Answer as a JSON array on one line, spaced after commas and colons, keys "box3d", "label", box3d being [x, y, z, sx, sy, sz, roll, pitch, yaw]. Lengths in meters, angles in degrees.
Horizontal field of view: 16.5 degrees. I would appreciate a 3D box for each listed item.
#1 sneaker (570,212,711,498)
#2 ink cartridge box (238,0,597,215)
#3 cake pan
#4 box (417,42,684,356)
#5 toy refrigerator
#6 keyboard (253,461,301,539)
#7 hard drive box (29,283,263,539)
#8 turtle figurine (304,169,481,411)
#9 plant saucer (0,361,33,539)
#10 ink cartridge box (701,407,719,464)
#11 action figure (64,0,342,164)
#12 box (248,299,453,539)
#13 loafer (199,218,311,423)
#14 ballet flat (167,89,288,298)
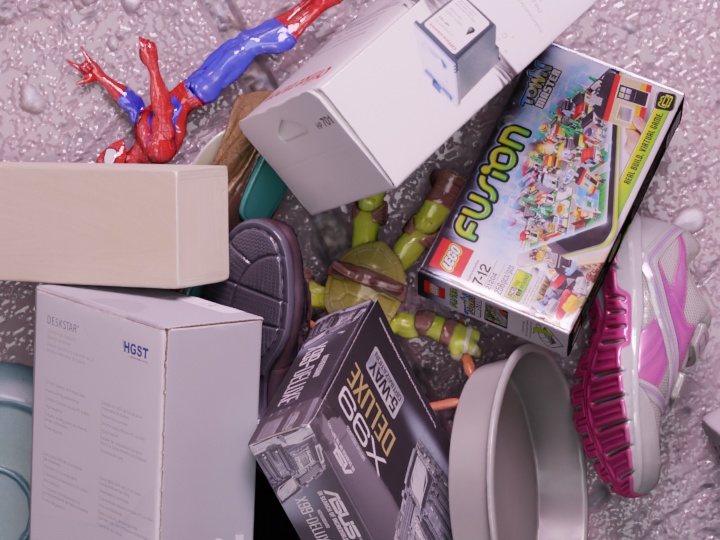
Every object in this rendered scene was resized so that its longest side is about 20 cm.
[{"box3d": [0.198, 0.053, 1.689, 0.088, 0.081, 0.202, 2, 89, -21], "label": "sneaker"}, {"box3d": [0.036, -0.136, 1.605, 0.200, 0.146, 0.086, -45, 102, -21], "label": "ink cartridge box"}, {"box3d": [0.105, 0.149, 1.652, 0.036, 0.200, 0.202, -5, 96, 22], "label": "cake pan"}, {"box3d": [0.127, -0.051, 1.646, 0.109, 0.035, 0.201, 22, 64, 12], "label": "box"}, {"box3d": [-0.184, -0.032, 1.626, 0.199, 0.070, 0.077, 2, 96, 29], "label": "toy refrigerator"}, {"box3d": [-0.108, 0.141, 1.651, 0.200, 0.040, 0.105, 39, 114, 28], "label": "keyboard"}, {"box3d": [-0.139, 0.117, 1.576, 0.076, 0.155, 0.202, -5, 103, -38], "label": "hard drive box"}, {"box3d": [0.000, 0.000, 1.676, 0.199, 0.064, 0.162, 17, 81, 21], "label": "turtle figurine"}, {"box3d": [-0.253, 0.163, 1.703, 0.198, 0.027, 0.202, 0, 96, -4], "label": "plant saucer"}, {"box3d": [0.335, 0.147, 1.654, 0.145, 0.200, 0.148, -25, 96, 0], "label": "ink cartridge box"}, {"box3d": [-0.117, -0.148, 1.666, 0.200, 0.065, 0.099, -45, 105, 0], "label": "action figure"}, {"box3d": [0.013, 0.144, 1.600, 0.049, 0.158, 0.201, -18, 111, 25], "label": "box"}, {"box3d": [-0.067, 0.055, 1.650, 0.072, 0.063, 0.201, 20, 114, 27], "label": "loafer"}, {"box3d": [-0.098, -0.032, 1.677, 0.068, 0.072, 0.201, 24, 89, -50], "label": "ballet flat"}]
